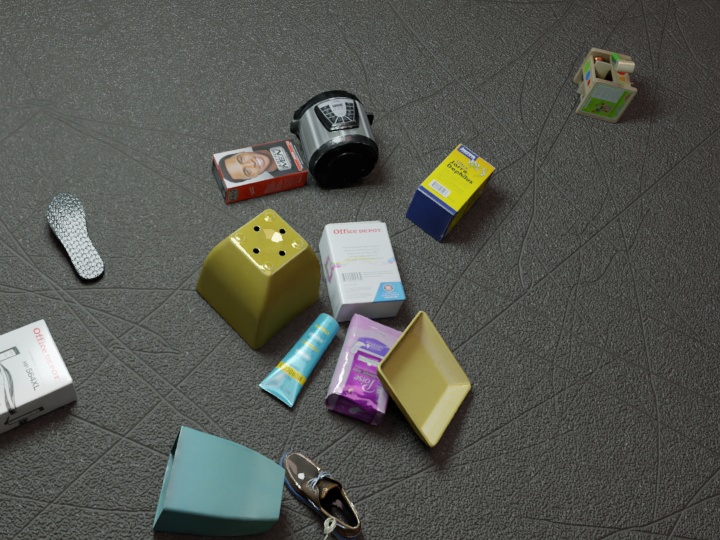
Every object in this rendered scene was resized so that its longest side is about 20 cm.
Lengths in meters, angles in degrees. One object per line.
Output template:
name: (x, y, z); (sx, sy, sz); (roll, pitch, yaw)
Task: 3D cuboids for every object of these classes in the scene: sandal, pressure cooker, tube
sandal: (-0.589, -0.064, 1.573); (0.075, 0.048, 0.203); (-19, 77, -27)
pressure cooker: (-0.061, -0.322, 1.801); (0.175, 0.177, 0.202); (25, 41, -50)
tube: (-0.116, 0.177, 1.547); (0.077, 0.051, 0.201); (29, 60, 13)

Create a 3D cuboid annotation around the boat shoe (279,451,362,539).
boat shoe: (-0.067, 0.400, 1.396); (0.200, 0.073, 0.072); (42, 57, 13)

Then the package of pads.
package of pads: (0.011, 0.197, 1.546); (0.119, 0.076, 0.202); (20, 55, -1)

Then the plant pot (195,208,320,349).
plant pot: (-0.197, -0.005, 1.543); (0.194, 0.201, 0.195); (42, 58, 13)

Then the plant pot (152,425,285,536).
plant pot: (-0.239, 0.379, 1.326); (0.197, 0.142, 0.143); (15, 55, -14)

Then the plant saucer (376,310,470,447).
plant saucer: (0.118, 0.217, 1.529); (0.201, 0.048, 0.200); (56, 43, -12)

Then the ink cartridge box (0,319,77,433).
ink cartridge box: (-0.630, 0.197, 1.365); (0.198, 0.085, 0.147); (-25, 67, -27)

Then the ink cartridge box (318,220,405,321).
ink cartridge box: (0.000, 0.000, 1.664); (0.142, 0.085, 0.202); (-3, 60, -18)

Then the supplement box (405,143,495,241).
supplement box: (0.215, -0.187, 1.827); (0.109, 0.109, 0.200); (37, 56, 10)

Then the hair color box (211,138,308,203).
hair color box: (-0.231, -0.230, 1.762); (0.198, 0.061, 0.102); (-17, 65, -23)

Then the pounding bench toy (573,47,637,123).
pounding bench toy: (0.696, -0.549, 2.136); (0.122, 0.201, 0.158); (11, 56, -7)

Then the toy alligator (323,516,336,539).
toy alligator: (-0.087, 0.525, 1.317); (0.201, 0.059, 0.054); (-53, 123, -25)
